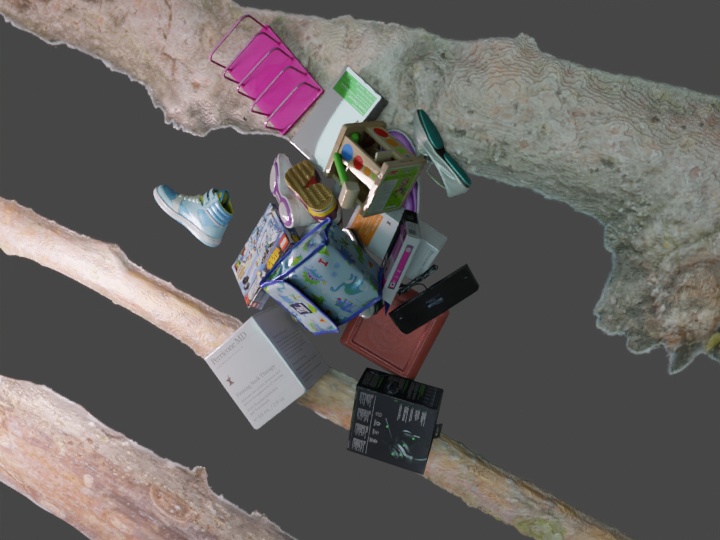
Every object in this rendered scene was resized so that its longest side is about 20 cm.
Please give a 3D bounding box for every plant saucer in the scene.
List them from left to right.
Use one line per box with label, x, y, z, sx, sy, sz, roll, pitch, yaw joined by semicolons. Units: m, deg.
plant saucer;0.071;0.132;1.242;0.198;0.037;0.202;29;105;9

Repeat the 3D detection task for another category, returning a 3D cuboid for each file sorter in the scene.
file sorter;-0.207;-0.422;1.185;0.139;0.125;0.201;-42;87;16

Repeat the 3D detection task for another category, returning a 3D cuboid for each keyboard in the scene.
keyboard;0.146;0.047;1.161;0.199;0.021;0.128;-33;123;6

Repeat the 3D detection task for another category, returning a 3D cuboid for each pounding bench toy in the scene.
pounding bench toy;-0.003;-0.206;1.086;0.156;0.199;0.125;47;131;22

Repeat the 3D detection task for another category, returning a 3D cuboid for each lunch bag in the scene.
lunch bag;-0.079;0.027;1.085;0.199;0.128;0.170;-35;115;26

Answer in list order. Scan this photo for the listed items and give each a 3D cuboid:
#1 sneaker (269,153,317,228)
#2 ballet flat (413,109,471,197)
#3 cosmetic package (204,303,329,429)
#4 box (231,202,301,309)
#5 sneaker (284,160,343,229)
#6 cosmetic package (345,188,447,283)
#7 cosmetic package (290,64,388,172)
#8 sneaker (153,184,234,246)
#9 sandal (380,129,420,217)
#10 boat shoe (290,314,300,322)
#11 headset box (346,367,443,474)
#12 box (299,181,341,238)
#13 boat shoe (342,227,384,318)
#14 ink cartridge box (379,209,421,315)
sneaker;-0.145;-0.177;1.224;0.075;0.098;0.202;-58;44;50
ballet flat;0.155;-0.240;1.153;0.069;0.069;0.201;-34;91;17
cosmetic package;-0.210;0.215;1.262;0.167;0.166;0.201;-39;86;17
box;-0.215;-0.031;1.241;0.201;0.040;0.138;-53;48;26
sneaker;-0.097;-0.151;1.140;0.074;0.201;0.091;-30;134;-2
cosmetic package;0.075;-0.075;1.177;0.199;0.071;0.102;34;125;7
cosmetic package;-0.045;-0.320;1.180;0.107;0.085;0.201;41;105;4
sneaker;-0.384;-0.166;1.298;0.199;0.080;0.131;39;108;-4
sandal;0.091;-0.203;1.178;0.081;0.050;0.206;-12;96;16
boat shoe;-0.092;0.054;1.256;0.199;0.069;0.074;-38;88;17
headset box;0.083;0.336;1.226;0.197;0.093;0.177;13;112;13
box;-0.069;-0.137;1.237;0.041;0.039;0.201;37;106;8
boat shoe;0.000;0.000;1.185;0.075;0.060;0.203;0;108;44
ink cartridge box;0.071;-0.014;1.107;0.037;0.095;0.202;13;124;-9
